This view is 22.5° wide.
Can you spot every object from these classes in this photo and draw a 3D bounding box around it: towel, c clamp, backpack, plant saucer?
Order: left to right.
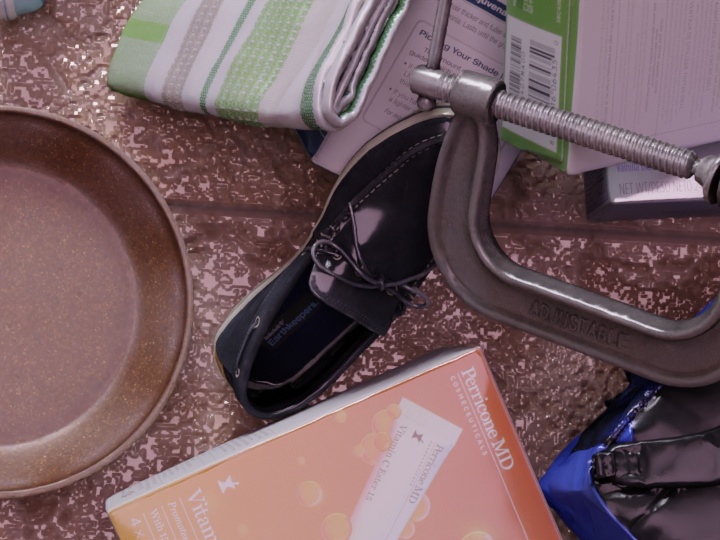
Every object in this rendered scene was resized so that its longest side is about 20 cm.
[{"bbox_3d":[-0.187,0.017,0.935,0.199,0.037,0.201,2,83,-16],"label":"plant saucer"},{"bbox_3d":[-0.046,-0.147,0.909,0.031,0.200,0.150,35,77,-39],"label":"towel"},{"bbox_3d":[0.101,-0.039,0.823,0.199,0.027,0.171,26,118,23],"label":"c clamp"},{"bbox_3d":[0.203,0.085,0.905,0.163,0.168,0.200,46,78,-4],"label":"backpack"}]

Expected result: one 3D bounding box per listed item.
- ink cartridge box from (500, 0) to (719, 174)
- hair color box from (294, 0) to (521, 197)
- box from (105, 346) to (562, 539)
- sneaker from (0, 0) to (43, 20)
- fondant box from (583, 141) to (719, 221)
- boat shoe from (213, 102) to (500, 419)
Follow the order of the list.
[{"bbox_3d":[0.166,-0.121,0.894,0.199,0.059,0.104,-13,118,-29],"label":"ink cartridge box"},{"bbox_3d":[0.059,-0.129,0.928,0.100,0.061,0.200,25,106,-22],"label":"hair color box"},{"bbox_3d":[-0.013,0.133,0.910,0.199,0.097,0.125,-24,91,-9],"label":"box"},{"bbox_3d":[-0.133,-0.226,0.966,0.130,0.080,0.201,8,82,-3],"label":"sneaker"},{"bbox_3d":[0.192,-0.132,0.993,0.144,0.058,0.201,-3,81,-6],"label":"fondant box"},{"bbox_3d":[0.000,0.000,0.911,0.075,0.062,0.200,34,111,-26],"label":"boat shoe"}]
